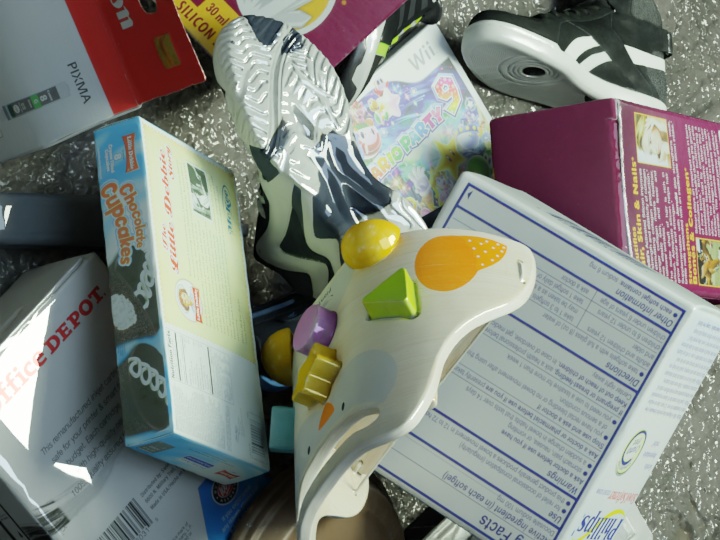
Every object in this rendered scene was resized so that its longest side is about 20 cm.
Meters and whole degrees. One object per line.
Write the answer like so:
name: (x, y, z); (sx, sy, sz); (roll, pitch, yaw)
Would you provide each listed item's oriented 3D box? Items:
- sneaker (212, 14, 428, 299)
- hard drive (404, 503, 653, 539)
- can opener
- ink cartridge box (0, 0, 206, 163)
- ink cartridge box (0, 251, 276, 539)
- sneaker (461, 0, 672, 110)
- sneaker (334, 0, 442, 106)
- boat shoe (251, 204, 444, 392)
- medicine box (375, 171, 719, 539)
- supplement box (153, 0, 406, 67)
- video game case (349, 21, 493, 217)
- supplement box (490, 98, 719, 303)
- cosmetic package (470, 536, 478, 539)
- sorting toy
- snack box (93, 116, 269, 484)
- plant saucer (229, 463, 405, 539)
sneaker: (-0.046, -0.058, 1.677); (0.199, 0.129, 0.079); (51, 59, -5)
hard drive: (0.113, 0.198, 1.847); (0.200, 0.038, 0.140); (-40, 108, -36)
can opener: (-0.155, -0.018, 1.663); (0.199, 0.052, 0.067); (6, 79, -37)
ink cartridge box: (-0.192, -0.157, 1.563); (0.050, 0.199, 0.162); (-29, 100, -36)
ink cartridge box: (-0.168, 0.112, 1.611); (0.200, 0.084, 0.146); (53, 55, -18)
sneaker: (0.148, -0.179, 1.921); (0.199, 0.073, 0.113); (22, 66, -42)
sneaker: (0.025, -0.185, 1.819); (0.083, 0.071, 0.201); (33, 64, -30)
boat shoe: (0.000, 0.000, 1.754); (0.200, 0.084, 0.069); (-37, 92, -29)
medicine box: (0.107, 0.069, 1.697); (0.201, 0.182, 0.103); (-61, 157, 6)
supplement box: (-0.031, -0.218, 1.695); (0.200, 0.103, 0.131); (-42, 115, 10)
video game case: (0.056, -0.054, 1.855); (0.143, 0.018, 0.201); (-43, 108, -34)
supplement box: (0.185, -0.040, 1.854); (0.200, 0.103, 0.132); (7, 78, -58)
cosmetic package: (0.075, 0.262, 1.734); (0.200, 0.074, 0.102); (-48, 112, -36)
sorting toy: (0.003, 0.079, 1.551); (0.106, 0.200, 0.180); (30, 30, -12)
snack box: (-0.107, 0.019, 1.590); (0.116, 0.037, 0.201); (30, 48, -58)
plant saucer: (-0.030, 0.216, 1.686); (0.200, 0.029, 0.202); (-23, 120, -49)
